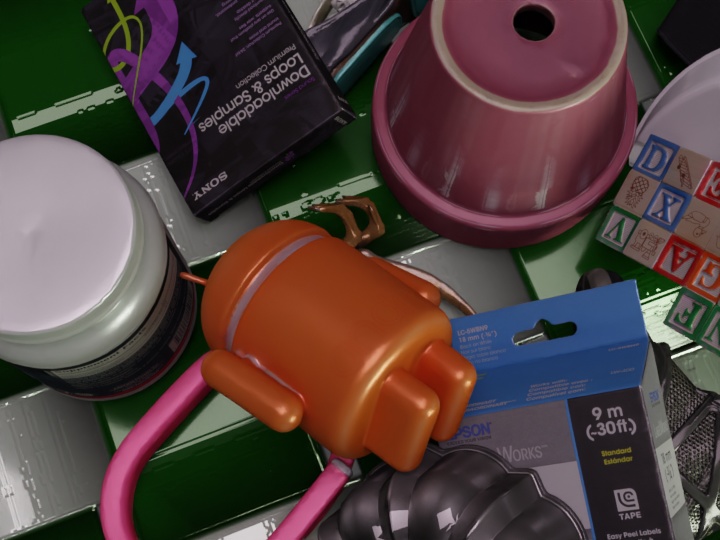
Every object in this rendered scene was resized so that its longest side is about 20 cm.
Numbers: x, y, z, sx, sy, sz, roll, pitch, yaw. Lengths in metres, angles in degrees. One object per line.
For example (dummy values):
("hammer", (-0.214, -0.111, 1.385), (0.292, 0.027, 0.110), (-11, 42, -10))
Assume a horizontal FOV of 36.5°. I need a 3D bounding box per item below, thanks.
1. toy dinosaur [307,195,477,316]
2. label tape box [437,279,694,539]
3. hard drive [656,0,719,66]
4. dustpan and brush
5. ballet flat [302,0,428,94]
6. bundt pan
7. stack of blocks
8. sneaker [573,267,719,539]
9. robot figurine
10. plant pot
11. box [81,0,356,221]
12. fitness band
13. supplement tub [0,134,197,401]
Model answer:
("toy dinosaur", (0.000, 0.000, 0.811), (0.200, 0.060, 0.106), (-2, 101, 2))
("label tape box", (0.128, 0.118, 0.719), (0.144, 0.063, 0.200), (-14, 83, 25))
("hard drive", (0.326, -0.165, 0.808), (0.200, 0.135, 0.042), (41, 42, 13))
("dustpan and brush", (0.299, -0.134, 0.790), (0.139, 0.200, 0.057), (29, 46, 8))
("ballet flat", (0.022, -0.218, 0.857), (0.200, 0.073, 0.073), (-42, 78, -8))
("bundt pan", (0.048, 0.213, 0.683), (0.202, 0.076, 0.202), (0, 91, 27))
("stack of blocks", (0.257, -0.001, 0.737), (0.200, 0.059, 0.115), (37, 103, 46))
("sneaker", (0.219, 0.088, 0.768), (0.114, 0.076, 0.200), (-15, 78, -6))
("robot figurine", (-0.021, 0.042, 0.710), (0.200, 0.117, 0.144), (35, 82, 24))
("plant pot", (0.107, -0.134, 0.776), (0.200, 0.179, 0.200), (0, 74, 1))
("box", (-0.111, -0.159, 0.832), (0.143, 0.036, 0.200), (-34, 77, 14))
("fitness band", (-0.092, 0.140, 0.772), (0.144, 0.037, 0.200), (40, 77, 10))
("supplement tub", (-0.190, 0.004, 0.725), (0.140, 0.200, 0.141), (0, 74, 0))
